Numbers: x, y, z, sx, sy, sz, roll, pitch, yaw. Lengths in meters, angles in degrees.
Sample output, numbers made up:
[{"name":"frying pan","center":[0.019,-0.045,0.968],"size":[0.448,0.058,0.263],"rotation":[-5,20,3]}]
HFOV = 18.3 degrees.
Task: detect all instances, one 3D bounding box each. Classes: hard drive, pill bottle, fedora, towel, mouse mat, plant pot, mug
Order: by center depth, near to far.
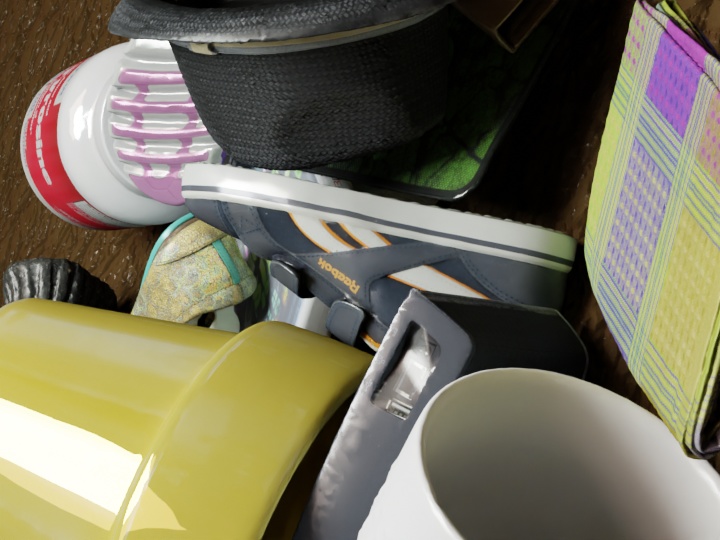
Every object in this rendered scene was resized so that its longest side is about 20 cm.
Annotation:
[{"name":"mug","center":[0.065,0.141,0.931],"size":[0.176,0.147,0.200],"rotation":[-65,-3,34]},{"name":"towel","center":[0.135,-0.023,0.937],"size":[0.200,0.023,0.145],"rotation":[-112,31,-66]},{"name":"hard drive","center":[0.029,0.110,1.009],"size":[0.042,0.135,0.201],"rotation":[31,103,34]},{"name":"plant pot","center":[-0.102,0.105,1.069],"size":[0.188,0.201,0.202],"rotation":[21,93,19]},{"name":"fedora","center":[-0.022,-0.105,1.094],"size":[0.200,0.199,0.092],"rotation":[30,135,61]},{"name":"mouse mat","center":[0.047,-0.129,1.144],"size":[0.160,0.008,0.201],"rotation":[13,69,50]},{"name":"pill bottle","center":[-0.142,-0.083,1.394],"size":[0.200,0.112,0.113],"rotation":[177,110,-71]}]

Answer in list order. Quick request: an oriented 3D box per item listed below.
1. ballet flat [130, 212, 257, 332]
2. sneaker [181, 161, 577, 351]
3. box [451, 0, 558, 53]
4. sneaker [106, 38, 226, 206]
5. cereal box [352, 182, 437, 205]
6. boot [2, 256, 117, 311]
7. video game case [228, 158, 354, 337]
[{"name":"ballet flat","center":[-0.104,0.041,1.275],"size":[0.200,0.070,0.071],"rotation":[122,153,-56]},{"name":"sneaker","center":[0.000,0.000,1.080],"size":[0.199,0.078,0.080],"rotation":[13,92,17]},{"name":"box","center":[0.080,-0.214,1.155],"size":[0.164,0.021,0.200],"rotation":[-49,38,5]},{"name":"sneaker","center":[-0.089,-0.138,1.270],"size":[0.080,0.088,0.202],"rotation":[9,101,24]},{"name":"cereal box","center":[0.023,-0.101,1.228],"size":[0.200,0.039,0.144],"rotation":[-54,34,29]},{"name":"boot","center":[-0.202,0.063,1.422],"size":[0.211,0.079,0.159],"rotation":[118,161,-73]},{"name":"video game case","center":[-0.052,0.001,1.248],"size":[0.182,0.023,0.201],"rotation":[-112,33,-50]}]
